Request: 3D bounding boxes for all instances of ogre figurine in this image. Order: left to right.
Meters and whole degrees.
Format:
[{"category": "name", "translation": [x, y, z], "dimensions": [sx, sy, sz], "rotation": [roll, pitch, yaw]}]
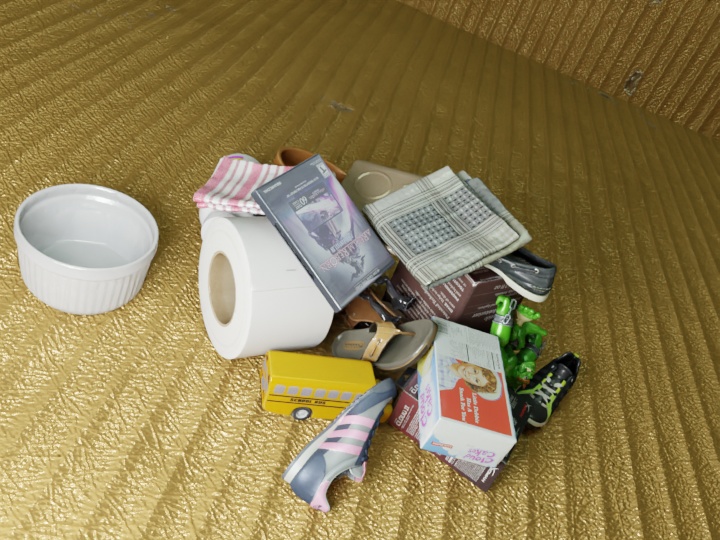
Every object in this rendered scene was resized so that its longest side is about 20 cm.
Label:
[{"category": "ogre figurine", "translation": [0.251, 0.129, 1.167], "dimensions": [0.097, 0.122, 0.200], "rotation": [22, -11, 16]}]

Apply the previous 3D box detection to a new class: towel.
[{"category": "towel", "translation": [-0.144, -0.131, 1.092], "dimensions": [0.196, 0.030, 0.147], "rotation": [5, 32, 6]}, {"category": "towel", "translation": [0.130, -0.074, 1.065], "dimensions": [0.197, 0.035, 0.193], "rotation": [-23, 50, -18]}]

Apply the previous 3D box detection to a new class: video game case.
[{"category": "video game case", "translation": [-0.049, -0.058, 1.006], "dimensions": [0.201, 0.019, 0.142], "rotation": [53, 47, -1]}]

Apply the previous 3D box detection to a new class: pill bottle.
[{"category": "pill bottle", "translation": [-0.230, -0.119, 1.261], "dimensions": [0.102, 0.105, 0.202], "rotation": [17, 36, -9]}]

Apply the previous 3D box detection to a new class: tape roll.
[{"category": "tape roll", "translation": [-0.143, 0.022, 1.046], "dimensions": [0.137, 0.205, 0.204], "rotation": [-4, 43, -32]}]

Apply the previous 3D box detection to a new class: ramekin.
[{"category": "ramekin", "translation": [-0.405, -0.027, 1.041], "dimensions": [0.197, 0.106, 0.202], "rotation": [15, 36, -11]}]

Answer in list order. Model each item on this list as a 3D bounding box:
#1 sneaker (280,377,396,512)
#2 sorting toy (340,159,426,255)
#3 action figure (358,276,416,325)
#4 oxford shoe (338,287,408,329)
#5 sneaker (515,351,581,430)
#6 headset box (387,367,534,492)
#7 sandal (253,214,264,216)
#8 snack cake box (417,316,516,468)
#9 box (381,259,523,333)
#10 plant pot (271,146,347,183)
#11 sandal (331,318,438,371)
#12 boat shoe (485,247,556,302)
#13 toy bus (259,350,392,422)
[{"category": "sneaker", "translation": [-0.009, 0.231, 0.935], "dimensions": [0.082, 0.070, 0.199], "rotation": [44, 69, 13]}, {"category": "sorting toy", "translation": [0.042, -0.098, 1.143], "dimensions": [0.182, 0.037, 0.201], "rotation": [17, 48, 16]}, {"category": "action figure", "translation": [0.000, 0.000, 1.134], "dimensions": [0.199, 0.102, 0.119], "rotation": [42, 55, 4]}, {"category": "oxford shoe", "translation": [-0.012, 0.060, 1.187], "dimensions": [0.198, 0.072, 0.071], "rotation": [34, 40, 12]}, {"category": "sneaker", "translation": [0.318, 0.191, 1.194], "dimensions": [0.071, 0.084, 0.199], "rotation": [36, 37, 19]}, {"category": "headset box", "translation": [0.147, 0.212, 1.075], "dimensions": [0.198, 0.078, 0.149], "rotation": [32, 36, 13]}, {"category": "sandal", "translation": [-0.137, -0.029, 1.183], "dimensions": [0.048, 0.075, 0.203], "rotation": [-22, 82, -49]}, {"category": "snack cake box", "translation": [0.146, 0.169, 1.006], "dimensions": [0.113, 0.068, 0.202], "rotation": [19, 36, -11]}, {"category": "box", "translation": [0.164, 0.032, 1.209], "dimensions": [0.164, 0.202, 0.165], "rotation": [-10, 46, -37]}, {"category": "plant pot", "translation": [-0.094, -0.107, 1.267], "dimensions": [0.198, 0.141, 0.201], "rotation": [30, 23, -14]}, {"category": "sandal", "translation": [0.026, 0.103, 1.062], "dimensions": [0.055, 0.198, 0.083], "rotation": [47, 54, -35]}, {"category": "boat shoe", "translation": [0.218, -0.035, 1.094], "dimensions": [0.199, 0.067, 0.074], "rotation": [41, 40, 23]}, {"category": "toy bus", "translation": [-0.046, 0.169, 1.017], "dimensions": [0.196, 0.079, 0.066], "rotation": [9, 37, -20]}]
